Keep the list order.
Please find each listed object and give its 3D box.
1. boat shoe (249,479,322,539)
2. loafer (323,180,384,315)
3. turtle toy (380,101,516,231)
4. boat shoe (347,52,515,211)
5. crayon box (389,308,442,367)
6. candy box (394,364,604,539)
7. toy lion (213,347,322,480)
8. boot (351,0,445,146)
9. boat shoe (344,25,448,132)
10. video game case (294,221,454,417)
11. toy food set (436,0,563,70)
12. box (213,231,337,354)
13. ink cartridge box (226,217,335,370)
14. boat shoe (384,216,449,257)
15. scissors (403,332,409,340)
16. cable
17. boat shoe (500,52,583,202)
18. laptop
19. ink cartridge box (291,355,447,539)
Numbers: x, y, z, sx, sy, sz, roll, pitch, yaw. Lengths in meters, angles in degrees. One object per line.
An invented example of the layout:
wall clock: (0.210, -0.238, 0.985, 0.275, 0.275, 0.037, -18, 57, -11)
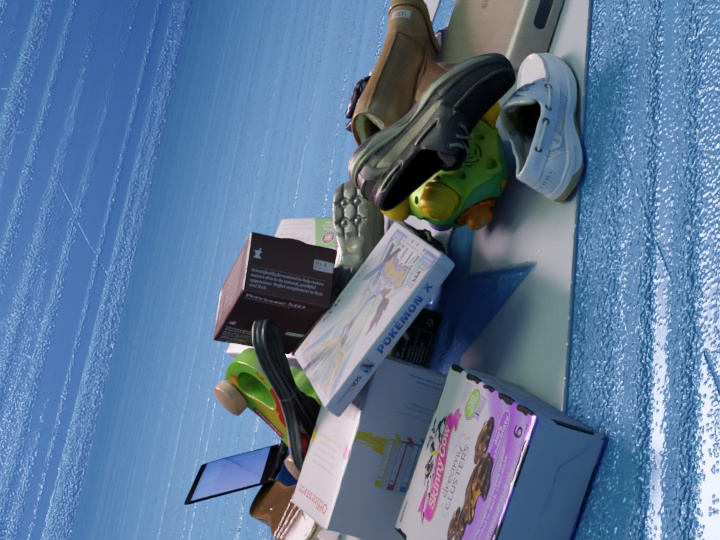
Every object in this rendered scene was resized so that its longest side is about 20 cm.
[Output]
boat shoe: (-0.076, 0.307, 1.657, 0.074, 0.062, 0.200, -56, 20, -8)
loafer: (0.000, 0.000, 1.509, 0.069, 0.070, 0.203, 0, 78, 24)
turtle toy: (0.093, -0.102, 1.437, 0.199, 0.101, 0.147, 2, 60, 58)
boat shoe: (0.080, -0.131, 1.330, 0.199, 0.074, 0.074, -40, 60, 14)
crayon box: (0.021, 0.095, 1.564, 0.200, 0.051, 0.127, -166, 94, -72)
candy box: (0.115, 0.190, 1.171, 0.200, 0.071, 0.170, -154, 82, -71)
toy lion: (-0.074, 0.166, 1.577, 0.069, 0.200, 0.192, -44, -6, -26)
boot: (0.048, -0.196, 1.561, 0.065, 0.176, 0.202, -3, 51, 25)
boat shoe: (0.051, -0.240, 1.715, 0.075, 0.092, 0.201, -95, 29, -50)
video game case: (0.008, 0.042, 1.342, 0.183, 0.022, 0.200, -53, 16, 2)
toy food set: (0.165, -0.293, 1.511, 0.199, 0.060, 0.145, 20, 91, 64)
box: (-0.100, 0.030, 1.515, 0.200, 0.099, 0.076, 127, 153, -65)
ink cartridge box: (-0.066, 0.040, 1.696, 0.145, 0.084, 0.202, -1, 60, 45)
boat shoe: (0.067, -0.017, 1.497, 0.200, 0.070, 0.073, -108, 27, -68)
scissors: (0.028, 0.034, 1.498, 0.074, 0.014, 0.200, -70, 17, -2)
cable: (-0.081, 0.141, 1.400, 0.050, 0.201, 0.098, -8, 46, 26)
boat shoe: (0.172, -0.156, 1.325, 0.202, 0.068, 0.071, -93, 27, -47)
laptop: (-0.143, 0.212, 1.778, 0.177, 0.102, 0.202, -87, 18, -81)
ink cartridge box: (0.023, 0.192, 1.352, 0.128, 0.124, 0.203, -167, 94, -72)
